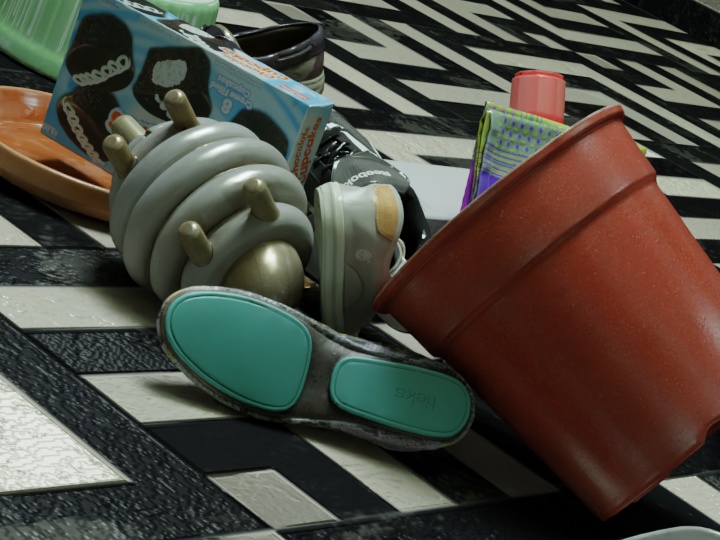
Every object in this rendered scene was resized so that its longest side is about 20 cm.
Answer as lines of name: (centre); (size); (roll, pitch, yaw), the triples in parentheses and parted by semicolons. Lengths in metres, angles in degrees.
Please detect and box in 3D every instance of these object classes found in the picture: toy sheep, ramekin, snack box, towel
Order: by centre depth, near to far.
toy sheep: (-0.102, -0.039, 1.375); (0.138, 0.138, 0.200); (4, 40, -48)
snack box: (-0.123, -0.105, 1.474); (0.200, 0.116, 0.037); (30, 21, 24)
towel: (0.133, -0.010, 1.521); (0.144, 0.200, 0.023); (15, -13, -23)
ramekin: (-0.221, -0.225, 1.866); (0.200, 0.098, 0.200); (20, 17, -6)

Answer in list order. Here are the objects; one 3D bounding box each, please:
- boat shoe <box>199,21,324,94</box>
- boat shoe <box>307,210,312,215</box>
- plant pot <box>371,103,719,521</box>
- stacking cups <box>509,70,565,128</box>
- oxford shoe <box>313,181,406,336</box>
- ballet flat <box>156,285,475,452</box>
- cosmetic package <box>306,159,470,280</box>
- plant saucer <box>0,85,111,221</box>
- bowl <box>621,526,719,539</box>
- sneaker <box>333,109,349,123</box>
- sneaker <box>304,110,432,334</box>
boat shoe: (-0.113, -0.162, 1.668); (0.200, 0.065, 0.072); (-8, 29, -32)
boat shoe: (-0.122, -0.097, 1.544); (0.200, 0.072, 0.076); (29, 29, 19)
plant pot: (0.145, 0.035, 1.316); (0.195, 0.201, 0.201); (51, 22, 8)
stacking cups: (0.123, -0.045, 1.567); (0.060, 0.200, 0.061); (4, -10, 1)
oxford shoe: (0.000, 0.000, 1.361); (0.058, 0.075, 0.200); (-6, -22, -5)
ballet flat: (-0.032, 0.064, 1.283); (0.200, 0.072, 0.072); (19, 17, -11)
cosmetic package: (0.048, -0.027, 1.613); (0.200, 0.085, 0.108); (6, 24, -46)
plant saucer: (-0.200, -0.079, 1.553); (0.200, 0.032, 0.200); (20, 17, -6)
bowl: (0.198, 0.215, 1.062); (0.200, 0.075, 0.200); (30, 18, 28)
sneaker: (-0.101, -0.119, 1.737); (0.115, 0.075, 0.200); (30, 19, 32)
sneaker: (0.000, -0.055, 1.457); (0.200, 0.066, 0.091); (57, -13, 23)
